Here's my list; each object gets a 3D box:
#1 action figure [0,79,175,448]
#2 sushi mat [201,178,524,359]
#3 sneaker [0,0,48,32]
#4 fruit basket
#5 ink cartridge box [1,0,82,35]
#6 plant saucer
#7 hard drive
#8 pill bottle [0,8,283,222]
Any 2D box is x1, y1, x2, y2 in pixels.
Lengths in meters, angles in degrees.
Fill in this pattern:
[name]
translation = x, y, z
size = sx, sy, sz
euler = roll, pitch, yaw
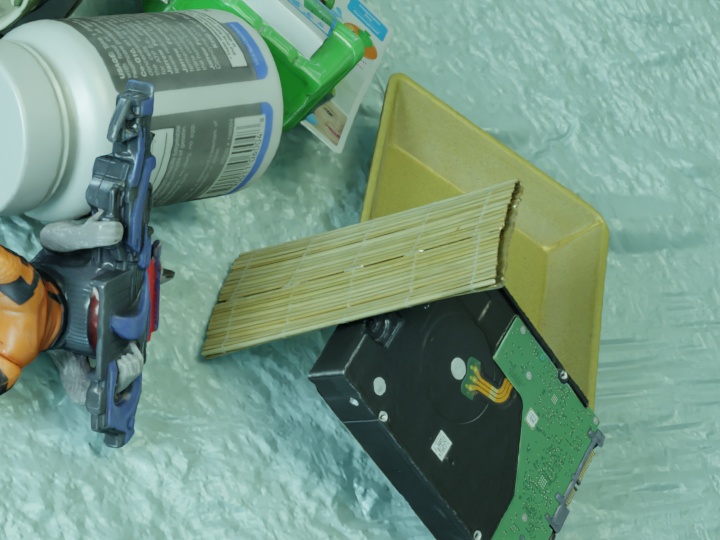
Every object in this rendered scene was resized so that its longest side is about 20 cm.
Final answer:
[action figure]
translation = -0.171, -0.008, 1.132
size = 0.104, 0.202, 0.193
euler = 17, 13, 34
[sushi mat]
translation = 0.000, 0.000, 1.245
size = 0.012, 0.198, 0.096
euler = 57, 33, -32
[sneaker]
translation = -0.180, -0.177, 1.194
size = 0.067, 0.199, 0.090
euler = 59, 5, -17
[fruit basket]
translation = -0.058, -0.182, 1.410
size = 0.185, 0.094, 0.201
euler = 41, 36, -11
[ink cartridge box]
translation = -0.214, -0.255, 1.322
size = 0.146, 0.083, 0.201
euler = 32, 42, -20
[plant saucer]
translation = 0.073, -0.006, 1.429
size = 0.199, 0.048, 0.201
euler = 33, 42, -20
[hard drive]
translation = 0.062, 0.081, 1.286
size = 0.200, 0.038, 0.140
euler = 51, 53, -26
[pill bottle]
translation = -0.148, -0.089, 1.227
size = 0.199, 0.114, 0.114
euler = -11, 68, -48
